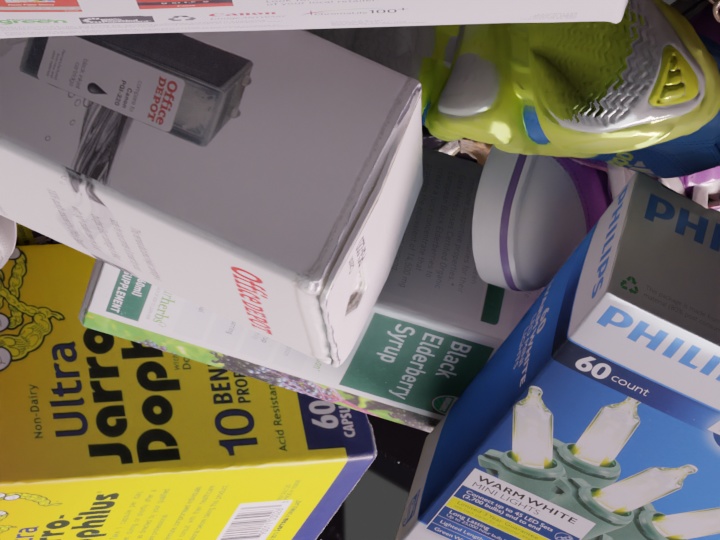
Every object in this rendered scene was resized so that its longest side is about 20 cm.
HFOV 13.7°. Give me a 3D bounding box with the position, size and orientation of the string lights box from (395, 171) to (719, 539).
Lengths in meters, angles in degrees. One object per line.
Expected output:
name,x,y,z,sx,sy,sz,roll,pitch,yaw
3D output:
string lights box,0.098,0.056,1.092,0.103,0.059,0.200,24,143,-7

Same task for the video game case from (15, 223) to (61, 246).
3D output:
video game case,-0.164,-0.040,1.214,0.180,0.026,0.200,-11,152,-1

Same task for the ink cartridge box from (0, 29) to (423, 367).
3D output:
ink cartridge box,-0.081,-0.052,1.039,0.200,0.085,0.146,26,170,7

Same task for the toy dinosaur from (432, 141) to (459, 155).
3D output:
toy dinosaur,-0.037,-0.050,1.505,0.200,0.048,0.088,-3,166,-7

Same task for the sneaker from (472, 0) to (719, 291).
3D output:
sneaker,0.135,-0.049,1.121,0.114,0.073,0.200,19,-135,37

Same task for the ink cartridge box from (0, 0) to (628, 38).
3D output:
ink cartridge box,-0.021,-0.123,0.827,0.200,0.084,0.176,-1,172,0

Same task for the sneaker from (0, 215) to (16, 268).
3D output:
sneaker,-0.218,0.004,1.145,0.200,0.082,0.075,-4,154,-39

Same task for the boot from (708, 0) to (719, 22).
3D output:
boot,0.122,-0.108,0.991,0.073,0.076,0.200,-1,174,-18

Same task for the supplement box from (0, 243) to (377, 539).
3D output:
supplement box,-0.109,0.057,1.274,0.200,0.109,0.110,-3,155,-19

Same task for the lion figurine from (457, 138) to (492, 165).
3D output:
lion figurine,0.145,-0.067,1.328,0.200,0.073,0.122,-8,173,9

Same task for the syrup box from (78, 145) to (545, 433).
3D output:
syrup box,0.000,0.000,1.169,0.200,0.082,0.079,18,146,-6

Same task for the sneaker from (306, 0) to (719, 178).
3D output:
sneaker,0.062,-0.070,1.069,0.105,0.076,0.200,22,-178,-41
